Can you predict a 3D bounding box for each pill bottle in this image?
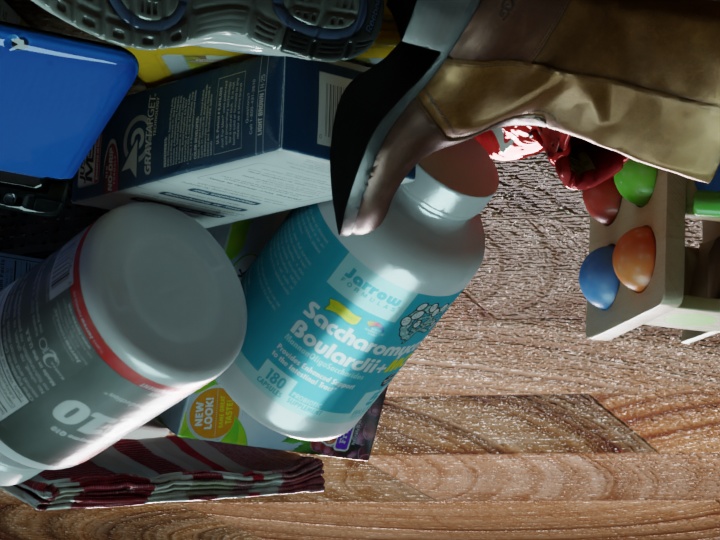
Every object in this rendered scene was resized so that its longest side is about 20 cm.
[{"bbox_3d":[-0.168,0.050,1.697,0.114,0.114,0.200,12,149,-37],"label":"pill bottle"},{"bbox_3d":[0.000,0.000,1.700,0.111,0.111,0.200,11,130,-35],"label":"pill bottle"}]

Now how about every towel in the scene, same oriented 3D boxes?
[{"bbox_3d":[-0.140,0.125,1.850,0.199,0.023,0.144,-2,-172,-27],"label":"towel"}]

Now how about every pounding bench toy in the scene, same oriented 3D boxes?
[{"bbox_3d":[0.232,-0.029,1.753,0.155,0.125,0.200,7,166,-17],"label":"pounding bench toy"}]

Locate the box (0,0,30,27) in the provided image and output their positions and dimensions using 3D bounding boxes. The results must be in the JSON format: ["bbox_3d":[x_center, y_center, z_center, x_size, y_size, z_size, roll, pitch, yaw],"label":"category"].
[{"bbox_3d":[-0.205,-0.119,1.628,0.039,0.042,0.200,0,166,12],"label":"box"}]

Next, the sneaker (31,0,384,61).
[{"bbox_3d":[-0.091,-0.140,1.457,0.199,0.075,0.087,11,175,-24],"label":"sneaker"}]

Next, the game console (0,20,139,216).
[{"bbox_3d":[-0.247,-0.107,1.561,0.199,0.119,0.171,11,-164,-28],"label":"game console"}]

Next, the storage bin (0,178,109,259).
[{"bbox_3d":[-0.192,-0.037,1.872,0.199,0.094,0.135,-6,165,34],"label":"storage bin"}]

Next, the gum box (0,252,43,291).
[{"bbox_3d":[-0.205,0.033,1.871,0.199,0.045,0.170,10,165,-29],"label":"gum box"}]

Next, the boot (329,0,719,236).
[{"bbox_3d":[0.095,-0.081,1.516,0.199,0.189,0.069,11,-152,-19],"label":"boot"}]

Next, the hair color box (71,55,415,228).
[{"bbox_3d":[-0.068,-0.072,1.633,0.100,0.061,0.200,12,165,-39],"label":"hair color box"}]

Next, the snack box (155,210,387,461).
[{"bbox_3d":[-0.040,0.013,1.822,0.142,0.201,0.053,9,-169,-27],"label":"snack box"}]

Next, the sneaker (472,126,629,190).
[{"bbox_3d":[0.115,-0.085,1.618,0.077,0.085,0.200,9,165,-23],"label":"sneaker"}]

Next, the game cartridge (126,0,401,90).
[{"bbox_3d":[-0.040,-0.114,1.643,0.176,0.033,0.200,1,166,6],"label":"game cartridge"}]

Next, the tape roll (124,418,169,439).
[{"bbox_3d":[-0.226,0.086,1.932,0.202,0.037,0.203,3,168,1],"label":"tape roll"}]
